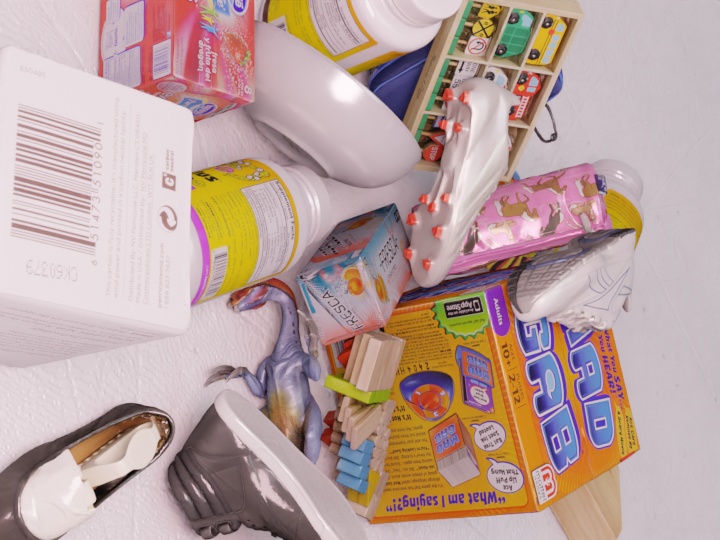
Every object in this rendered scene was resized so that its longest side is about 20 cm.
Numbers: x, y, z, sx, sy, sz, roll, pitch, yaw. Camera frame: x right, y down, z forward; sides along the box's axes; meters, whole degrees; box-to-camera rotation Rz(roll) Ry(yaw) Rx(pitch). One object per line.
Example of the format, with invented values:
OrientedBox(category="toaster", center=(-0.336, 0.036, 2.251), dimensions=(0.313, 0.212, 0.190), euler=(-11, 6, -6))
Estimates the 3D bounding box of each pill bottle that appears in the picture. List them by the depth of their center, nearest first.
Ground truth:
OrientedBox(category="pill bottle", center=(-0.114, -0.035, 1.236), dimensions=(0.199, 0.103, 0.106), euler=(-21, 97, -50))
OrientedBox(category="pill bottle", center=(0.002, -0.241, 1.348), dimensions=(0.108, 0.199, 0.111), euler=(9, 76, -38))
OrientedBox(category="pill bottle", center=(0.265, -0.035, 1.689), dimensions=(0.105, 0.103, 0.201), euler=(52, 48, -28))

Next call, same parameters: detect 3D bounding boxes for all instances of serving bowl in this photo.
OrientedBox(category="serving bowl", center=(-0.043, -0.134, 1.307), dimensions=(0.200, 0.199, 0.066), euler=(41, 81, -36))

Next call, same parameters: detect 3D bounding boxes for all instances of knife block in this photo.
OrientedBox(category="knife block", center=(0.210, 0.192, 1.605), dimensions=(0.174, 0.064, 0.203), euler=(12, 73, -47))

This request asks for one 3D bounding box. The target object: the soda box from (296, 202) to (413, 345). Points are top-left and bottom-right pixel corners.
OrientedBox(category="soda box", center=(0.000, 0.000, 1.344), dimensions=(0.200, 0.063, 0.069), euler=(-58, 128, -72))

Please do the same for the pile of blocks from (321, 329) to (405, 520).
OrientedBox(category="pile of blocks", center=(-0.012, 0.137, 1.320), dimensions=(0.082, 0.062, 0.202), euler=(-36, 138, -53))

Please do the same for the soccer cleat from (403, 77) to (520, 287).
OrientedBox(category="soccer cleat", center=(0.099, -0.078, 1.370), dimensions=(0.077, 0.069, 0.202), euler=(9, 102, -32))

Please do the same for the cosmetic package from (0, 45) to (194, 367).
OrientedBox(category="cosmetic package", center=(-0.241, -0.033, 1.025), dimensions=(0.164, 0.199, 0.167), euler=(15, 70, -46))

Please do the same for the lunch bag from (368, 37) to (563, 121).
OrientedBox(category="lunch bag", center=(0.096, -0.206, 1.470), dimensions=(0.135, 0.199, 0.133), euler=(36, 37, -36))

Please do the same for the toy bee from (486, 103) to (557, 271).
OrientedBox(category="toy bee", center=(0.133, -0.075, 1.541), dimensions=(0.108, 0.131, 0.202), euler=(-18, 114, -23))

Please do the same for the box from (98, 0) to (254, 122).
OrientedBox(category="box", center=(-0.156, -0.235, 1.249), dimensions=(0.094, 0.102, 0.203), euler=(13, 70, -47))

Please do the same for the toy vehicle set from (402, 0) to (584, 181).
OrientedBox(category="toy vehicle set", center=(0.118, -0.175, 1.390), dimensions=(0.123, 0.201, 0.027), euler=(5, 42, -19))

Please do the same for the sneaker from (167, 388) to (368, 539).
OrientedBox(category="sneaker", center=(-0.077, 0.202, 1.219), dimensions=(0.200, 0.099, 0.071), euler=(47, 14, -2))

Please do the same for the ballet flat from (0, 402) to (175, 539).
OrientedBox(category="ballet flat", center=(-0.214, 0.154, 1.114), dimensions=(0.200, 0.068, 0.069), euler=(-39, 111, -46))

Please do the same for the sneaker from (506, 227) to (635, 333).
OrientedBox(category="sneaker", center=(0.201, 0.019, 1.321), dimensions=(0.199, 0.074, 0.088), euler=(-20, 100, -50))

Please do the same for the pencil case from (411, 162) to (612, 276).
OrientedBox(category="pencil case", center=(0.146, -0.045, 1.448), dimensions=(0.087, 0.197, 0.084), euler=(113, -37, -89))

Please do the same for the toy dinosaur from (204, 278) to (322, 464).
OrientedBox(category="toy dinosaur", center=(-0.078, 0.106, 1.309), dimensions=(0.201, 0.104, 0.183), euler=(78, 14, -59))

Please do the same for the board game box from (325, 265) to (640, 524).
OrientedBox(category="board game box", center=(0.116, 0.111, 1.407), dimensions=(0.199, 0.198, 0.202), euler=(-17, 94, -51))
